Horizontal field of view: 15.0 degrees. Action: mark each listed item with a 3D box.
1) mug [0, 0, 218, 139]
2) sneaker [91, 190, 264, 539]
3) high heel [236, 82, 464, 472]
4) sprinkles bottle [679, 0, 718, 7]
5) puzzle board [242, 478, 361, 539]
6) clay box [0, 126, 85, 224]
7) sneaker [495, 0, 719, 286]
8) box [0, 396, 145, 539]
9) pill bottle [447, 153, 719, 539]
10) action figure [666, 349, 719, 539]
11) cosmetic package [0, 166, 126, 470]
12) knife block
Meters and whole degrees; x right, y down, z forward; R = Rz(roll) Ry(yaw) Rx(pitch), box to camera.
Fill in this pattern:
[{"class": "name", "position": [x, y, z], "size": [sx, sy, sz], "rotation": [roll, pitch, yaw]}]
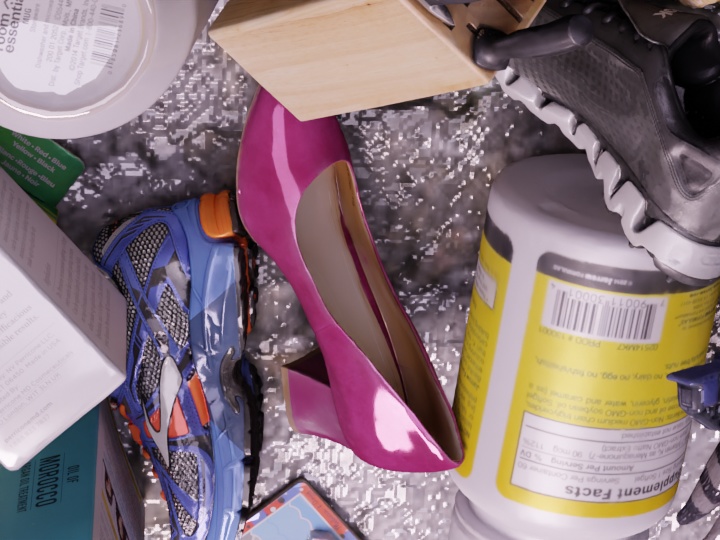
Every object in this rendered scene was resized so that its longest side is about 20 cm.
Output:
[{"class": "mug", "position": [-0.137, -0.143, 1.168], "size": [0.149, 0.153, 0.187], "rotation": [-30, 111, 10]}, {"class": "sneaker", "position": [-0.088, 0.057, 1.310], "size": [0.078, 0.075, 0.200], "rotation": [1, 106, 6]}, {"class": "high heel", "position": [0.000, 0.000, 1.260], "size": [0.096, 0.067, 0.200], "rotation": [13, 115, 37]}, {"class": "sprinkles bottle", "position": [0.096, -0.200, 1.148], "size": [0.068, 0.068, 0.200], "rotation": [-43, 109, 14]}, {"class": "puzzle board", "position": [-0.026, 0.219, 1.405], "size": [0.151, 0.017, 0.200], "rotation": [-36, 111, 12]}, {"class": "clay box", "position": [-0.230, 0.002, 1.282], "size": [0.115, 0.048, 0.200], "rotation": [34, 108, -16]}, {"class": "sneaker", "position": [0.115, -0.093, 1.203], "size": [0.066, 0.200, 0.091], "rotation": [-8, 143, -48]}, {"class": "box", "position": [-0.133, 0.128, 1.259], "size": [0.049, 0.200, 0.082], "rotation": [-15, 113, 2]}, {"class": "pill bottle", "position": [0.102, 0.056, 1.290], "size": [0.114, 0.114, 0.200], "rotation": [7, 113, -6]}, {"class": "action figure", "position": [0.185, 0.050, 1.234], "size": [0.200, 0.105, 0.194], "rotation": [-5, 113, -38]}, {"class": "cosmetic package", "position": [-0.193, -0.018, 1.196], "size": [0.071, 0.101, 0.200], "rotation": [-39, 107, 9]}, {"class": "knife block", "position": [0.026, -0.109, 1.124], "size": [0.200, 0.176, 0.064], "rotation": [-39, 113, 20]}]
